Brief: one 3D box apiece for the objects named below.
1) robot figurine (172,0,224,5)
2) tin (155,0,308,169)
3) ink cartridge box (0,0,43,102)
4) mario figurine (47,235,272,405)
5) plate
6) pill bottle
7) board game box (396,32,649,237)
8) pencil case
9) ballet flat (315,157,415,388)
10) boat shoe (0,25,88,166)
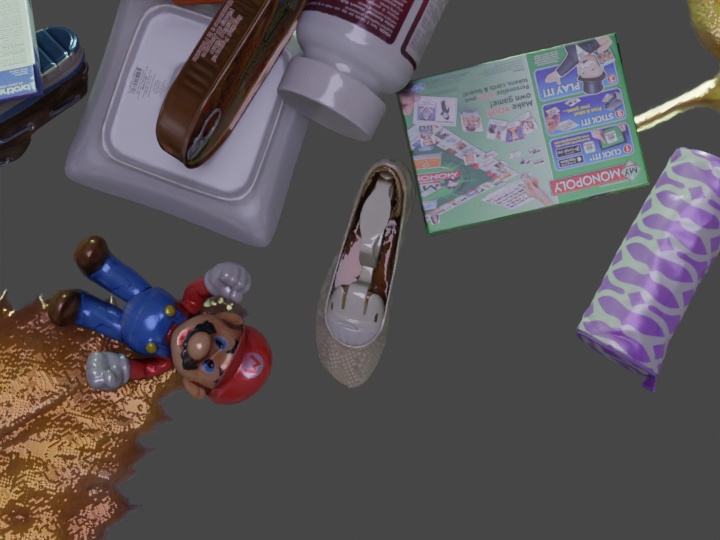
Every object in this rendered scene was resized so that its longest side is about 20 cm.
[{"bbox_3d":[-0.161,-0.294,1.209,0.115,0.199,0.146,-6,103,-36],"label":"robot figurine"},{"bbox_3d":[-0.103,-0.178,1.212,0.042,0.112,0.201,31,87,12],"label":"tin"},{"bbox_3d":[-0.332,-0.194,1.227,0.118,0.042,0.202,-12,50,-7],"label":"ink cartridge box"},{"bbox_3d":[-0.165,0.045,1.233,0.198,0.106,0.125,25,123,10],"label":"mario figurine"},{"bbox_3d":[-0.142,-0.146,1.281,0.197,0.032,0.202,19,89,2],"label":"plate"},{"bbox_3d":[0.012,-0.220,1.236,0.108,0.110,0.202,26,85,3],"label":"pill bottle"},{"bbox_3d":[0.139,-0.117,1.273,0.197,0.029,0.137,-12,87,1],"label":"board game box"},{"bbox_3d":[0.261,-0.007,1.242,0.085,0.084,0.202,31,90,-20],"label":"pencil case"},{"bbox_3d":[0.000,0.000,1.254,0.066,0.062,0.203,11,88,6],"label":"ballet flat"},{"bbox_3d":[-0.315,-0.125,1.248,0.199,0.073,0.072,-32,51,-13],"label":"boat shoe"}]
